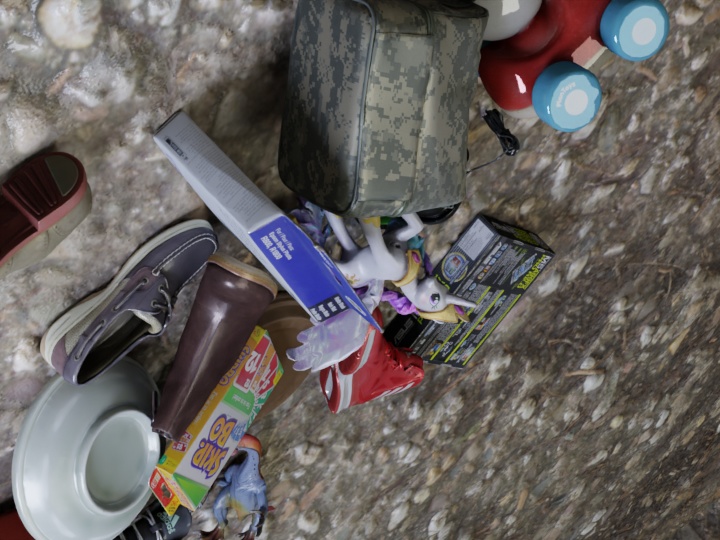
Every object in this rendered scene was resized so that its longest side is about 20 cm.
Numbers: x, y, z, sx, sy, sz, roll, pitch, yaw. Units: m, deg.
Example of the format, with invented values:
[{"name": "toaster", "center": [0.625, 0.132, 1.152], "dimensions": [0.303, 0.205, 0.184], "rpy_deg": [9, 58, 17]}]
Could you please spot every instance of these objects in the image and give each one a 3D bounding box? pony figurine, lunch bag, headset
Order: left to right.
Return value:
[{"name": "pony figurine", "center": [0.000, 0.000, 1.404], "dimensions": [0.192, 0.167, 0.200], "rpy_deg": [-13, 131, 31]}, {"name": "lunch bag", "center": [0.031, -0.148, 1.218], "dimensions": [0.167, 0.139, 0.202], "rpy_deg": [-4, 110, -33]}, {"name": "headset", "center": [0.074, -0.114, 1.460], "dimensions": [0.198, 0.094, 0.124], "rpy_deg": [-17, 148, -13]}]

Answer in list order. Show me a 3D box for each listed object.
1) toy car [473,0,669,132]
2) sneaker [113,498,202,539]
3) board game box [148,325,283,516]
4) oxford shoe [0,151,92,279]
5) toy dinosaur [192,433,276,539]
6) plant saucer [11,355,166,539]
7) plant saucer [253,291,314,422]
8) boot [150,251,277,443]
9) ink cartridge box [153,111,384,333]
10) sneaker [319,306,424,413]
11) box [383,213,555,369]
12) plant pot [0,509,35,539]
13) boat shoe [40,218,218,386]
[{"name": "toy car", "center": [0.153, -0.262, 1.294], "dimensions": [0.177, 0.184, 0.200], "rpy_deg": [-45, 122, 4]}, {"name": "sneaker", "center": [-0.237, 0.285, 1.502], "dimensions": [0.139, 0.078, 0.200], "rpy_deg": [-24, 176, -6]}, {"name": "board game box", "center": [-0.148, 0.159, 1.432], "dimensions": [0.201, 0.030, 0.096], "rpy_deg": [-55, 155, -22]}, {"name": "oxford shoe", "center": [-0.299, -0.011, 1.121], "dimensions": [0.199, 0.071, 0.075], "rpy_deg": [-35, 155, -12]}, {"name": "toy dinosaur", "center": [-0.151, 0.257, 1.669], "dimensions": [0.200, 0.104, 0.183], "rpy_deg": [-67, 174, -67]}, {"name": "plant saucer", "center": [-0.250, 0.183, 1.350], "dimensions": [0.199, 0.050, 0.202], "rpy_deg": [-18, 113, -51]}, {"name": "plant saucer", "center": [-0.120, 0.109, 1.528], "dimensions": [0.199, 0.029, 0.201], "rpy_deg": [-29, 147, -21]}, {"name": "boot", "center": [-0.144, 0.080, 1.304], "dimensions": [0.200, 0.072, 0.167], "rpy_deg": [119, -4, -74]}, {"name": "ink cartridge box", "center": [-0.080, -0.028, 1.229], "dimensions": [0.041, 0.200, 0.200], "rpy_deg": [-44, 150, -5]}, {"name": "sneaker", "center": [0.023, 0.088, 1.607], "dimensions": [0.115, 0.079, 0.200], "rpy_deg": [-12, 153, -22]}, {"name": "box", "center": [0.137, 0.031, 1.722], "dimensions": [0.200, 0.044, 0.160], "rpy_deg": [-52, 150, 16]}, {"name": "plant pot", "center": [-0.362, 0.368, 1.411], "dimensions": [0.176, 0.200, 0.201], "rpy_deg": [-37, 150, -24]}, {"name": "boat shoe", "center": [-0.206, 0.034, 1.290], "dimensions": [0.200, 0.065, 0.072], "rpy_deg": [-39, 147, -11]}]
